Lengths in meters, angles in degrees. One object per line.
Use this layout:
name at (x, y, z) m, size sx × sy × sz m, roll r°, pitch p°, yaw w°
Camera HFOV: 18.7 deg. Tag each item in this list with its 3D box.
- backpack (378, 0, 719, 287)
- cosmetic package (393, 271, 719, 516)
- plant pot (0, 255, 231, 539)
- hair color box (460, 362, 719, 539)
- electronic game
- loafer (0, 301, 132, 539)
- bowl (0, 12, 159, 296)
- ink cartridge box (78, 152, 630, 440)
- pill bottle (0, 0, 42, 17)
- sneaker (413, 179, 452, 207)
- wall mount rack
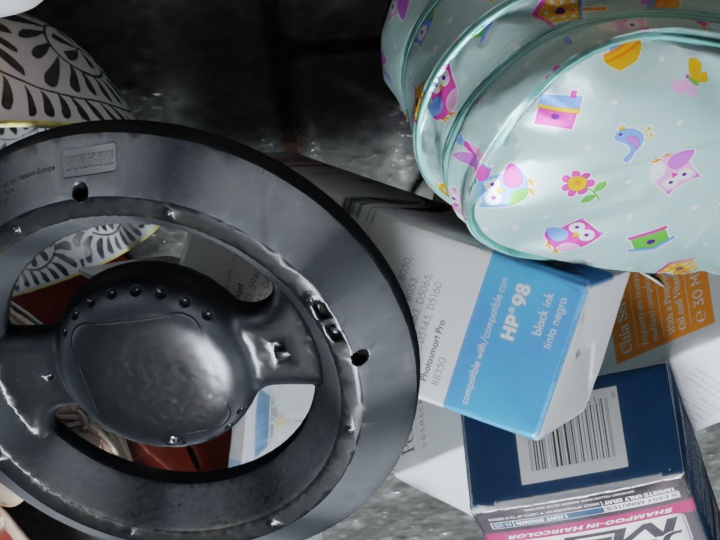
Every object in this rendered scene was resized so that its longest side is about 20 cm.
backpack at (0.110, -0.074, 0.835) m, size 0.200 × 0.127 × 0.167 m, roll 7°, pitch 125°, yaw -25°
cosmetic package at (0.110, 0.036, 1.068) m, size 0.200 × 0.102 × 0.071 m, roll -27°, pitch 141°, yaw 32°
plant pot at (-0.164, 0.093, 1.062) m, size 0.176 × 0.200 × 0.200 m, roll -26°, pitch 144°, yaw 11°
hair color box at (0.120, 0.122, 1.055) m, size 0.100 × 0.061 × 0.200 m, roll -11°, pitch 149°, yaw 12°
electronic game at (-0.076, 0.031, 0.833) m, size 0.200 × 0.042 × 0.200 m, roll 6°, pitch 125°, yaw 8°
loafer at (-0.123, 0.093, 0.922) m, size 0.072 × 0.063 × 0.200 m, roll -33°, pitch 104°, yaw -9°
bowl at (-0.179, -0.058, 0.880) m, size 0.201 × 0.094 × 0.201 m, roll -11°, pitch 163°, yaw -3°
ink cartridge box at (0.000, 0.000, 0.894) m, size 0.200 × 0.067 × 0.116 m, roll 19°, pitch -172°, yaw 13°
pill bottle at (-0.216, -0.125, 0.780) m, size 0.200 × 0.104 × 0.104 m, roll -11°, pitch 147°, yaw 11°
sneaker at (0.064, -0.029, 0.980) m, size 0.077 × 0.080 × 0.200 m, roll -1°, pitch 147°, yaw -3°
wall mount rack at (-0.032, 0.090, 1.000) m, size 0.075 × 0.200 × 0.174 m, roll 9°, pitch -175°, yaw 38°
